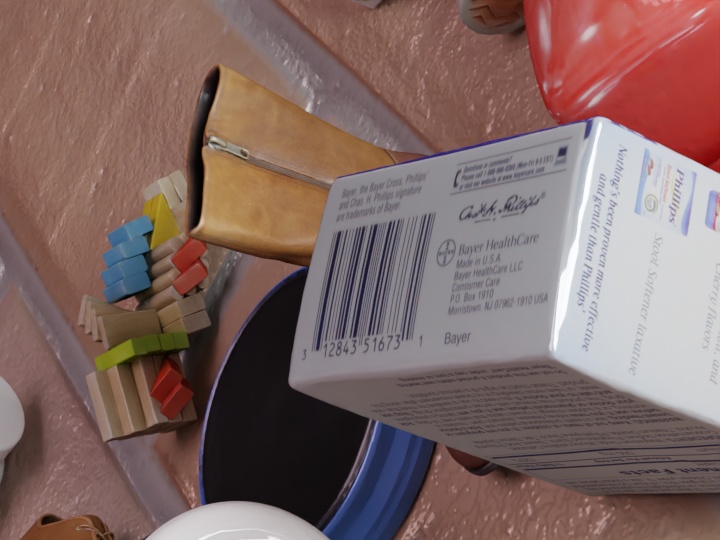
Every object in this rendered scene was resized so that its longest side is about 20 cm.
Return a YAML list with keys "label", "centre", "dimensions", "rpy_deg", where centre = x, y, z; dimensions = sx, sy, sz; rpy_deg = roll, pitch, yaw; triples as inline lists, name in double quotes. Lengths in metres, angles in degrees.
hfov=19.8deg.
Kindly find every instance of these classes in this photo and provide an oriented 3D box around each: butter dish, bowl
- label: "butter dish"
  centre: [0.142, -0.147, 1.001]
  dimensions: [0.199, 0.147, 0.201]
  rpy_deg: [-34, 47, 41]
- label: "bowl"
  centre: [-0.030, 0.090, 1.217]
  dimensions: [0.200, 0.039, 0.202]
  rpy_deg: [-31, 49, 44]

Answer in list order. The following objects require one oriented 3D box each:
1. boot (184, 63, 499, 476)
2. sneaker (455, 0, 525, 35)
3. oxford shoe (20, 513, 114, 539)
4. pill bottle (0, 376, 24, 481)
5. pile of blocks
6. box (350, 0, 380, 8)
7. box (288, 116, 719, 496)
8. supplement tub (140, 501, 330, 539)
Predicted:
- label: "boot"
  centre: [0.000, 0.000, 1.076]
  dimensions: [0.068, 0.199, 0.190]
  rpy_deg: [-28, 51, 44]
- label: "sneaker"
  centre: [0.110, -0.229, 1.158]
  dimensions: [0.200, 0.071, 0.080]
  rpy_deg: [-48, 43, 31]
- label: "oxford shoe"
  centre: [-0.181, 0.198, 1.352]
  dimensions: [0.199, 0.071, 0.072]
  rpy_deg: [10, 76, 57]
- label: "pill bottle"
  centre: [-0.339, 0.156, 1.559]
  dimensions: [0.200, 0.110, 0.111]
  rpy_deg: [-45, 40, 33]
- label: "pile of blocks"
  centre: [-0.135, 0.015, 1.369]
  dimensions: [0.062, 0.082, 0.201]
  rpy_deg: [-27, 51, 46]
- label: "box"
  centre: [0.023, -0.210, 1.244]
  dimensions: [0.200, 0.041, 0.039]
  rpy_deg: [149, 135, -70]
- label: "box"
  centre: [0.105, 0.025, 0.912]
  dimensions: [0.183, 0.199, 0.106]
  rpy_deg: [-9, 64, 53]
- label: "supplement tub"
  centre: [-0.083, 0.204, 1.099]
  dimensions: [0.200, 0.139, 0.141]
  rpy_deg: [140, 141, -69]
